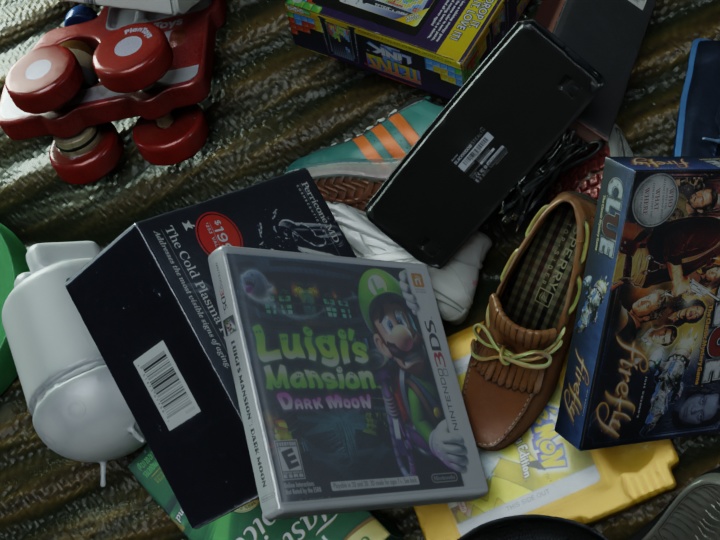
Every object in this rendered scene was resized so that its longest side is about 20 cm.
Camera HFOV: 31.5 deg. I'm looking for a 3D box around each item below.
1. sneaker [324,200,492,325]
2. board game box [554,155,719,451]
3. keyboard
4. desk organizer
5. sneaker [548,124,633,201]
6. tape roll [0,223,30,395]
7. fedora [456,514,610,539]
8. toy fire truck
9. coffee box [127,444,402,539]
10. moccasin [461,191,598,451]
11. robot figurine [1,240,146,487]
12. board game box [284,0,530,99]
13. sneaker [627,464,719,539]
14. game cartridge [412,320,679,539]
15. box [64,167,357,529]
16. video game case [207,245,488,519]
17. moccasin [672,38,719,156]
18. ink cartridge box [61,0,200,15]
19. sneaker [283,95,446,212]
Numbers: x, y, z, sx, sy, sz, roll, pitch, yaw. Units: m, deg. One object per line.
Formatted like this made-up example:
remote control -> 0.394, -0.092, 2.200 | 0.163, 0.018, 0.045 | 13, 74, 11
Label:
sneaker -> 0.000, 0.000, 1.020 | 0.199, 0.078, 0.100 | 9, 85, 14
board game box -> 0.214, 0.021, 0.881 | 0.035, 0.135, 0.201 | 39, 128, 56
keyboard -> 0.099, -0.084, 0.945 | 0.104, 0.040, 0.200 | 41, 118, -1
desk organizer -> 0.172, -0.176, 1.012 | 0.072, 0.077, 0.201 | 30, 58, -10
sneaker -> 0.203, -0.030, 0.982 | 0.078, 0.082, 0.201 | -46, 43, 46
tape roll -> -0.384, 0.037, 1.137 | 0.199, 0.048, 0.202 | -4, 73, 14
fedora -> 0.109, 0.264, 0.866 | 0.200, 0.091, 0.202 | 3, 96, 33
toy fire truck -> -0.219, -0.180, 1.135 | 0.199, 0.112, 0.169 | -10, 48, 12
coffee box -> -0.076, 0.183, 1.007 | 0.123, 0.044, 0.200 | -45, 68, -1
moccasin -> 0.122, 0.039, 0.925 | 0.074, 0.078, 0.202 | 35, 108, 24
robot figurine -> -0.222, 0.071, 1.039 | 0.112, 0.170, 0.201 | -6, 58, -32
board game box -> 0.058, -0.249, 1.063 | 0.165, 0.057, 0.200 | 24, 65, 20
sneaker -> 0.225, 0.211, 0.904 | 0.075, 0.106, 0.200 | 49, 121, 19
game cartridge -> 0.122, 0.119, 0.976 | 0.199, 0.032, 0.177 | -25, 69, 9
box -> -0.078, 0.050, 0.926 | 0.104, 0.182, 0.201 | -33, 84, 40
video game case -> -0.005, 0.075, 0.884 | 0.023, 0.199, 0.183 | -32, 64, 40
moccasin -> 0.270, -0.102, 0.951 | 0.068, 0.081, 0.201 | 8, 59, 14
ink cartridge box -> -0.220, -0.300, 1.136 | 0.199, 0.083, 0.147 | 11, 36, 19
sneaker -> 0.032, -0.096, 1.051 | 0.199, 0.071, 0.080 | -6, 57, 17
